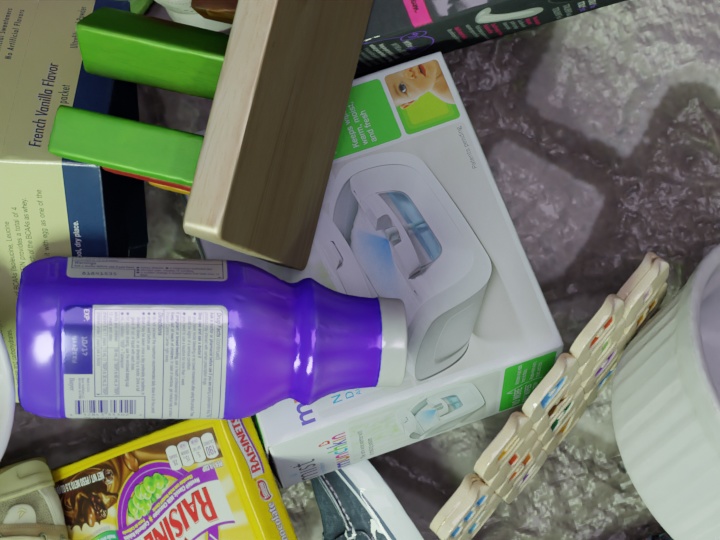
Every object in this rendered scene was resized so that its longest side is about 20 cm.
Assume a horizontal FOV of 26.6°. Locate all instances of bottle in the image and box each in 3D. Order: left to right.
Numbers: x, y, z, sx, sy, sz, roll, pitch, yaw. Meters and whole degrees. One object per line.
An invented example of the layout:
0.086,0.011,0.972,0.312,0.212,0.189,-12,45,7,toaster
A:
-0.076,0.036,0.789,0.199,0.065,0.084,0,122,-8,bottle

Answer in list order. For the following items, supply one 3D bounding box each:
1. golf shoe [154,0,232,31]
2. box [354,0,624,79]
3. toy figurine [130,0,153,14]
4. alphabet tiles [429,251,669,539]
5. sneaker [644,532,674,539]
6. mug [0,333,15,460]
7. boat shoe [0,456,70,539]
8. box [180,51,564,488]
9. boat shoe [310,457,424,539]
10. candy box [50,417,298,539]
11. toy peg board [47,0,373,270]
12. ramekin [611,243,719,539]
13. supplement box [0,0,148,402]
-0.073,-0.235,0.833,0.075,0.091,0.201,12,84,27,golf shoe
0.063,-0.195,0.906,0.199,0.122,0.107,-15,88,11,box
-0.167,-0.217,0.888,0.199,0.184,0.151,1,87,-2,toy figurine
0.111,0.078,0.881,0.015,0.196,0.200,39,87,16,alphabet tiles
0.174,0.202,0.933,0.095,0.079,0.200,33,87,2,sneaker
-0.301,0.085,0.763,0.199,0.177,0.134,-20,99,39,mug
-0.244,0.161,0.854,0.073,0.200,0.063,-27,85,31,boat shoe
0.000,0.000,0.898,0.176,0.097,0.201,-17,68,-5,box
-0.003,0.185,0.930,0.091,0.071,0.201,-35,91,-7,boat shoe
-0.115,0.145,0.884,0.026,0.200,0.103,-23,89,-45,candy box
-0.067,-0.115,0.761,0.097,0.199,0.201,14,89,9,toy peg board
0.243,0.088,0.888,0.200,0.098,0.201,18,49,-22,ramekin
-0.230,-0.039,0.853,0.199,0.201,0.135,3,47,-2,supplement box
